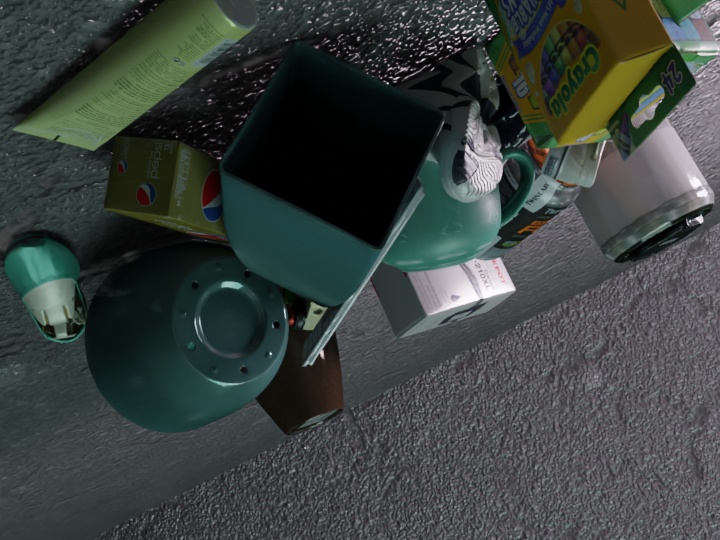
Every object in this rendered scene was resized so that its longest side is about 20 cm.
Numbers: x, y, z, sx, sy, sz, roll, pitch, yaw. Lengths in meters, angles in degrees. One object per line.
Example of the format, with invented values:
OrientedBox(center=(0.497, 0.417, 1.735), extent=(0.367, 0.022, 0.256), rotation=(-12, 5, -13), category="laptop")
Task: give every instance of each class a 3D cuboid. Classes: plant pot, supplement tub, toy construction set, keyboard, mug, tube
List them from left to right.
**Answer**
OrientedBox(center=(-0.160, -0.142, 0.682), extent=(0.199, 0.058, 0.052), rotation=(-30, -153, 30), category="tube")
OrientedBox(center=(-0.165, 0.063, 0.991), extent=(0.198, 0.204, 0.160), rotation=(-15, 179, -34), category="plant pot")
OrientedBox(center=(-0.103, 0.129, 1.402), extent=(0.185, 0.202, 0.187), rotation=(-23, 166, -6), category="plant pot")
OrientedBox(center=(-0.044, -0.015, 1.025), extent=(0.091, 0.132, 0.201), rotation=(-8, 140, -5), category="toy construction set")
OrientedBox(center=(-0.035, -0.060, 0.837), extent=(0.201, 0.140, 0.143), rotation=(111, 5, -63), category="plant pot")
OrientedBox(center=(0.000, 0.000, 0.889), extent=(0.201, 0.011, 0.056), rotation=(-56, -164, 12), category="keyboard")
OrientedBox(center=(0.088, -0.066, 1.015), extent=(0.182, 0.116, 0.152), rotation=(-7, -171, 22), category="mug")
OrientedBox(center=(0.201, -0.109, 1.234), extent=(0.121, 0.124, 0.200), rotation=(-13, 162, -39), category="supplement tub")

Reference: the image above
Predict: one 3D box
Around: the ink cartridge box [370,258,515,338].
OrientedBox(center=(0.117, 0.002, 1.432), extent=(0.198, 0.146, 0.084), rotation=(-13, 162, -40), category="ink cartridge box")

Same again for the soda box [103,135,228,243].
OrientedBox(center=(-0.147, -0.067, 0.871), extent=(0.067, 0.065, 0.200), rotation=(7, 175, 20), category="soda box")

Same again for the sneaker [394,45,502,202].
OrientedBox(center=(0.060, -0.123, 0.897), extent=(0.128, 0.201, 0.080), rotation=(-18, 135, 25), category="sneaker")

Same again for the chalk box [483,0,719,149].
OrientedBox(center=(0.240, -0.222, 0.901), extent=(0.123, 0.126, 0.200), rotation=(-12, 160, -41), category="chalk box")

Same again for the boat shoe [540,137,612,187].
OrientedBox(center=(0.263, -0.169, 1.047), extent=(0.201, 0.069, 0.071), rotation=(-59, 168, -34), category="boat shoe")

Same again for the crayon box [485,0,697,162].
OrientedBox(center=(0.162, -0.189, 0.730), extent=(0.051, 0.202, 0.126), rotation=(-20, 165, -16), category="crayon box")

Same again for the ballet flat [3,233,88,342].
OrientedBox(center=(-0.308, 0.028, 0.969), extent=(0.066, 0.071, 0.200), rotation=(-21, 165, -14), category="ballet flat")

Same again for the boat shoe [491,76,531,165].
OrientedBox(center=(0.139, -0.157, 1.089), extent=(0.200, 0.075, 0.092), rotation=(-42, 152, 28), category="boat shoe")

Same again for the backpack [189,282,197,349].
OrientedBox(center=(-0.235, 0.094, 1.191), extent=(0.176, 0.152, 0.200), rotation=(-18, 169, -30), category="backpack")

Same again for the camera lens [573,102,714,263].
OrientedBox(center=(0.356, -0.124, 1.267), extent=(0.158, 0.202, 0.160), rotation=(-26, 167, -7), category="camera lens")
